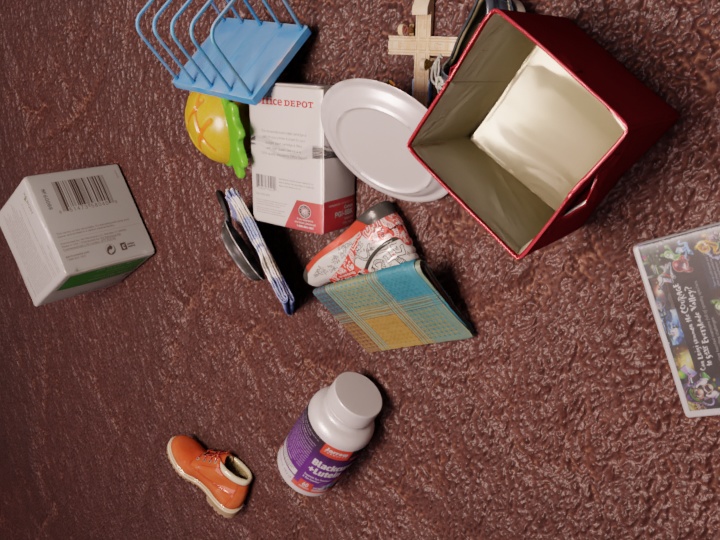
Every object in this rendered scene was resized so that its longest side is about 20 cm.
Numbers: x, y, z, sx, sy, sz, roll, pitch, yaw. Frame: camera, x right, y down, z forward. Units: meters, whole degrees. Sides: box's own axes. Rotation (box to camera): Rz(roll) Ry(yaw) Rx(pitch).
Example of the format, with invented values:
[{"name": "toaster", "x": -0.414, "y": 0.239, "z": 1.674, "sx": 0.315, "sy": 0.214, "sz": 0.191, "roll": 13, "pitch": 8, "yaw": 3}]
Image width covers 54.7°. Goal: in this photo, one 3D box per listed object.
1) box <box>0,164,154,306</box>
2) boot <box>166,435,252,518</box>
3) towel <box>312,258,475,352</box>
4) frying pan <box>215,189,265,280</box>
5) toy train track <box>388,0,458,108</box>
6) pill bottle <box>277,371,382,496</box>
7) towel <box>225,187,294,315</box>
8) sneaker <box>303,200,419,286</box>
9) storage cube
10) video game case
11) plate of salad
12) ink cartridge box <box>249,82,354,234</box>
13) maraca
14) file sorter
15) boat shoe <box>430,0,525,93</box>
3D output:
[{"name": "box", "x": -0.550, "y": -0.070, "z": 1.349, "sx": 0.170, "sy": 0.198, "sz": 0.203, "roll": -28, "pitch": 85, "yaw": 41}, {"name": "boot", "x": -0.291, "y": 0.374, "z": 1.358, "sx": 0.199, "sy": 0.075, "sz": 0.108, "roll": 37, "pitch": 121, "yaw": 15}, {"name": "towel", "x": 0.044, "y": 0.055, "z": 0.972, "sx": 0.198, "sy": 0.022, "sz": 0.147, "roll": -14, "pitch": 126, "yaw": 42}, {"name": "frying pan", "x": -0.212, "y": -0.060, "z": 1.138, "sx": 0.031, "sy": 0.115, "sz": 0.191, "roll": -33, "pitch": 80, "yaw": 0}, {"name": "toy train track", "x": 0.073, "y": -0.244, "z": 0.897, "sx": 0.113, "sy": 0.032, "sz": 0.204, "roll": 14, "pitch": 112, "yaw": 36}, {"name": "pill bottle", "x": -0.045, "y": 0.253, "z": 1.088, "sx": 0.111, "sy": 0.111, "sz": 0.201, "roll": 45, "pitch": 127, "yaw": 19}, {"name": "towel", "x": -0.158, "y": -0.025, "z": 1.103, "sx": 0.202, "sy": 0.024, "sz": 0.147, "roll": 62, "pitch": 170, "yaw": 6}, {"name": "sneaker", "x": 0.000, "y": 0.000, "z": 1.006, "sx": 0.201, "sy": 0.067, "sz": 0.109, "roll": -40, "pitch": 75, "yaw": 36}, {"name": "storage cube", "x": 0.191, "y": -0.149, "z": 0.733, "sx": 0.200, "sy": 0.179, "sz": 0.172, "roll": 48, "pitch": 127, "yaw": 18}, {"name": "video game case", "x": 0.401, "y": 0.046, "z": 0.722, "sx": 0.180, "sy": 0.023, "sz": 0.203, "roll": -17, "pitch": 93, "yaw": 41}, {"name": "plate of salad", "x": 0.038, "y": -0.166, "z": 0.885, "sx": 0.198, "sy": 0.048, "sz": 0.201, "roll": 25, "pitch": 152, "yaw": 14}, {"name": "ink cartridge box", "x": -0.084, "y": -0.169, "z": 1.014, "sx": 0.145, "sy": 0.082, "sz": 0.204, "roll": 14, "pitch": 112, "yaw": 35}, {"name": "maraca", "x": -0.208, "y": -0.222, "z": 1.067, "sx": 0.200, "sy": 0.105, "sz": 0.139, "roll": -131, "pitch": 29, "yaw": -49}, {"name": "file sorter", "x": -0.200, "y": -0.340, "z": 0.983, "sx": 0.198, "sy": 0.140, "sz": 0.123, "roll": 21, "pitch": 159, "yaw": 39}, {"name": "boat shoe", "x": 0.121, "y": -0.230, "z": 0.825, "sx": 0.201, "sy": 0.061, "sz": 0.076, "roll": -59, "pitch": 40, "yaw": 39}]
